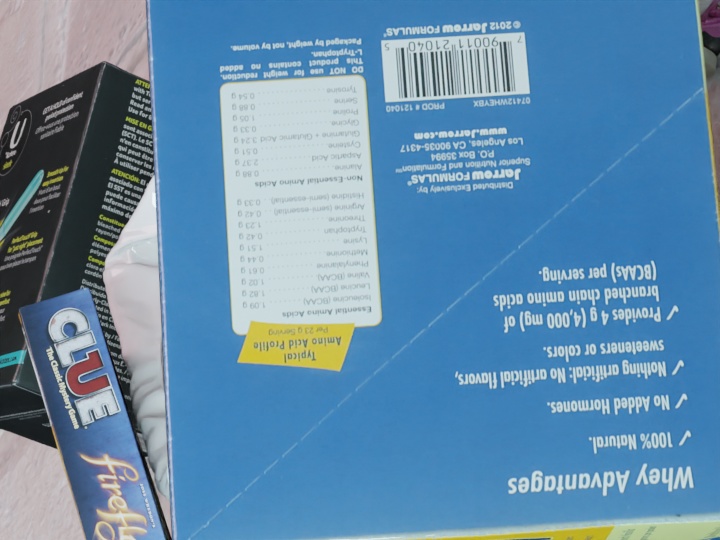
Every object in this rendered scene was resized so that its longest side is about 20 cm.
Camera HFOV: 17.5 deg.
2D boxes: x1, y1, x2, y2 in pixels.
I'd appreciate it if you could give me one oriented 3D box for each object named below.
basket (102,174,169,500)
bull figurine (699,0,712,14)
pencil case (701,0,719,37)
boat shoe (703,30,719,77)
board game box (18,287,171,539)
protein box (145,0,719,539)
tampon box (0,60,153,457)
[{"bbox_3d":[0.000,0.000,1.079,0.200,0.160,0.198,-57,29,21],"label":"basket"},{"bbox_3d":[0.055,-0.144,0.941,0.199,0.065,0.122,-5,92,32],"label":"bull figurine"},{"bbox_3d":[0.123,-0.195,0.967,0.201,0.086,0.083,58,150,9],"label":"pencil case"},{"bbox_3d":[0.110,-0.134,1.069,0.068,0.072,0.200,-65,24,8],"label":"boat shoe"},{"bbox_3d":[-0.111,0.110,1.085,0.200,0.034,0.136,86,165,-66],"label":"board game box"},{"bbox_3d":[0.027,0.007,0.853,0.135,0.197,0.201,94,173,-76],"label":"protein box"},{"bbox_3d":[-0.157,0.000,1.410,0.150,0.126,0.201,-13,59,58],"label":"tampon box"}]
